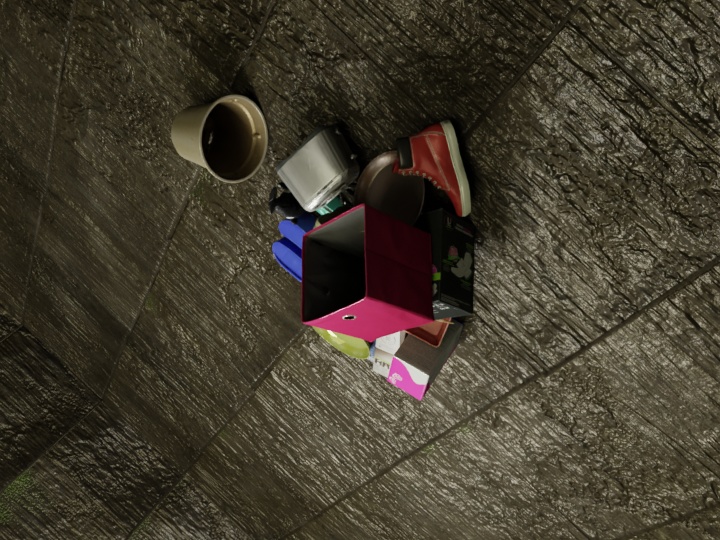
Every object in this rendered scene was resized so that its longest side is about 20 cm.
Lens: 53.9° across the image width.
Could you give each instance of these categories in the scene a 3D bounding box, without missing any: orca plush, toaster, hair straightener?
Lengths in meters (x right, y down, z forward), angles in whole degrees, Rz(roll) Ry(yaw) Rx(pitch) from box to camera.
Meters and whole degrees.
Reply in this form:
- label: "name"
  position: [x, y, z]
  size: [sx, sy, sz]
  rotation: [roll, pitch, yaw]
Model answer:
- label: "orca plush"
  position: [-0.158, -0.175, 1.692]
  size: [0.070, 0.200, 0.107]
  rotation: [-18, 78, 14]
- label: "toaster"
  position: [-0.097, -0.223, 1.594]
  size: [0.199, 0.113, 0.130]
  rotation: [-37, 86, 25]
- label: "hair straightener"
  position: [-0.023, -0.192, 1.657]
  size: [0.197, 0.041, 0.078]
  rotation: [19, 117, 16]

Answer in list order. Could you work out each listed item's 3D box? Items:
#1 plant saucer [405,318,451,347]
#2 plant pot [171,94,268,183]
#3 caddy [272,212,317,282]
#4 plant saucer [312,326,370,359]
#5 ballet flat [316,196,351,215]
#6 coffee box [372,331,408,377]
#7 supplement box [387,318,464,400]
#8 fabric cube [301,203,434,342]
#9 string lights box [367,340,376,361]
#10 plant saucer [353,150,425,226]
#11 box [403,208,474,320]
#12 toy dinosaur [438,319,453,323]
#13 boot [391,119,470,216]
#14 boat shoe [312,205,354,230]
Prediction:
- label: "plant saucer"
  position: [0.139, 0.047, 1.677]
  size: [0.197, 0.037, 0.203]
  rotation: [26, 105, 17]
- label: "plant pot"
  position: [-0.355, -0.325, 1.711]
  size: [0.182, 0.200, 0.203]
  rotation: [16, 133, 41]
- label: "caddy"
  position: [-0.129, -0.057, 1.801]
  size: [0.199, 0.104, 0.143]
  rotation: [39, 125, 23]
- label: "plant saucer"
  position: [-0.051, 0.153, 1.828]
  size: [0.198, 0.031, 0.201]
  rotation: [31, 155, 16]
- label: "ballet flat"
  position: [-0.044, -0.130, 1.718]
  size: [0.199, 0.068, 0.070]
  rotation: [42, 163, 2]
- label: "coffee box"
  position: [0.097, 0.168, 1.806]
  size: [0.079, 0.115, 0.203]
  rotation: [23, 135, 19]
- label: "supplement box"
  position: [0.159, 0.196, 1.716]
  size: [0.102, 0.200, 0.102]
  rotation: [27, 136, 15]
- label: "fabric cube"
  position: [0.013, 0.014, 1.437]
  size: [0.197, 0.204, 0.194]
  rotation: [20, 149, -41]
- label: "string lights box"
  position: [0.014, 0.162, 1.865]
  size: [0.101, 0.059, 0.201]
  rotation: [26, 153, 18]
- label: "plant saucer"
  position: [0.067, -0.158, 1.552]
  size: [0.198, 0.032, 0.205]
  rotation: [-9, 77, 40]
- label: "box"
  position: [0.155, -0.008, 1.534]
  size: [0.147, 0.204, 0.123]
  rotation: [-12, 156, 43]
- label: "toy dinosaur"
  position: [0.123, 0.056, 1.633]
  size: [0.105, 0.060, 0.203]
  rotation: [-26, 86, 20]
- label: "boot"
  position: [0.144, -0.190, 1.457]
  size: [0.142, 0.073, 0.203]
  rotation: [-20, 110, 2]
- label: "boat shoe"
  position: [-0.047, -0.095, 1.609]
  size: [0.075, 0.199, 0.069]
  rotation: [43, 121, 21]
